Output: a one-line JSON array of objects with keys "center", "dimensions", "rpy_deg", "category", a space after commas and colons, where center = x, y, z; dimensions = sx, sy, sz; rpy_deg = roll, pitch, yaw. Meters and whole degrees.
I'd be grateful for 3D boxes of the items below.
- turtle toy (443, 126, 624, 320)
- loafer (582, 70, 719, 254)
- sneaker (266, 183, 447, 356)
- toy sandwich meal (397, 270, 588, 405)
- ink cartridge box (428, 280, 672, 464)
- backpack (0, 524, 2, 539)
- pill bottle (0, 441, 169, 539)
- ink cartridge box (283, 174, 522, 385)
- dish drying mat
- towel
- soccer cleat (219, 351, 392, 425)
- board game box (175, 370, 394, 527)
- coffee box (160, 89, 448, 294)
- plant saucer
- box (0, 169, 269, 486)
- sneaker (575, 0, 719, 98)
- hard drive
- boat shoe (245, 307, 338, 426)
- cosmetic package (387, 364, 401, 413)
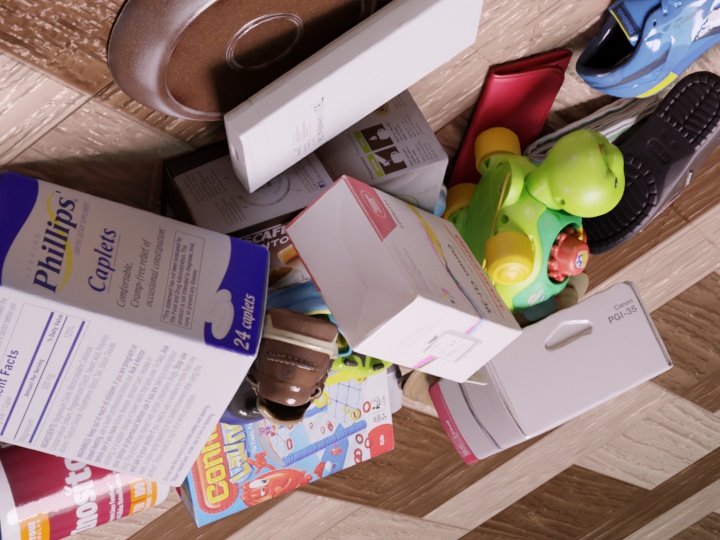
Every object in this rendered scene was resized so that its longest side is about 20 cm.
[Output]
[{"center": [0.139, -0.039, 1.467], "dimensions": [0.101, 0.146, 0.200], "rpy_deg": [9, 143, -16], "category": "turtle toy"}, {"center": [0.256, -0.086, 1.565], "dimensions": [0.200, 0.073, 0.071], "rpy_deg": [-45, 159, 30], "category": "loafer"}, {"center": [0.000, 0.000, 1.474], "dimensions": [0.199, 0.131, 0.080], "rpy_deg": [-19, 153, -19], "category": "sneaker"}, {"center": [0.117, 0.048, 1.686], "dimensions": [0.205, 0.070, 0.205], "rpy_deg": [-27, 162, -10], "category": "toy sandwich meal"}, {"center": [0.154, 0.089, 1.545], "dimensions": [0.146, 0.083, 0.200], "rpy_deg": [-24, 174, -14], "category": "ink cartridge box"}, {"center": [-0.376, 0.171, 1.375], "dimensions": [0.200, 0.183, 0.134], "rpy_deg": [-26, 150, 24], "category": "backpack"}, {"center": [-0.271, 0.174, 1.549], "dimensions": [0.199, 0.113, 0.113], "rpy_deg": [-18, 154, -22], "category": "pill bottle"}, {"center": [0.043, 0.012, 1.363], "dimensions": [0.067, 0.117, 0.200], "rpy_deg": [-40, 152, 18], "category": "ink cartridge box"}, {"center": [0.118, -0.108, 1.522], "dimensions": [0.077, 0.018, 0.200], "rpy_deg": [-17, 153, -22], "category": "dish drying mat"}, {"center": [0.179, -0.076, 1.624], "dimensions": [0.149, 0.031, 0.200], "rpy_deg": [-25, 159, -22], "category": "towel"}, {"center": [-0.048, 0.073, 1.514], "dimensions": [0.200, 0.065, 0.084], "rpy_deg": [-21, -174, -36], "category": "soccer cleat"}, {"center": [-0.075, 0.101, 1.589], "dimensions": [0.195, 0.056, 0.201], "rpy_deg": [-21, 129, -17], "category": "board game box"}, {"center": [-0.045, -0.051, 1.385], "dimensions": [0.199, 0.080, 0.115], "rpy_deg": [-19, 152, -20], "category": "coffee box"}, {"center": [-0.068, -0.160, 1.213], "dimensions": [0.200, 0.032, 0.200], "rpy_deg": [-24, 155, -12], "category": "plant saucer"}, {"center": [-0.188, 0.045, 1.296], "dimensions": [0.199, 0.105, 0.184], "rpy_deg": [17, 139, -14], "category": "box"}, {"center": [0.246, -0.206, 1.411], "dimensions": [0.078, 0.066, 0.200], "rpy_deg": [6, 139, -45], "category": "sneaker"}, {"center": [-0.003, -0.134, 1.269], "dimensions": [0.200, 0.027, 0.132], "rpy_deg": [-34, 169, -8], "category": "hard drive"}, {"center": [-0.058, 0.074, 1.331], "dimensions": [0.074, 0.075, 0.202], "rpy_deg": [13, 173, 1], "category": "boat shoe"}, {"center": [-0.064, 0.125, 1.720], "dimensions": [0.199, 0.074, 0.102], "rpy_deg": [-25, 155, -10], "category": "cosmetic package"}]
